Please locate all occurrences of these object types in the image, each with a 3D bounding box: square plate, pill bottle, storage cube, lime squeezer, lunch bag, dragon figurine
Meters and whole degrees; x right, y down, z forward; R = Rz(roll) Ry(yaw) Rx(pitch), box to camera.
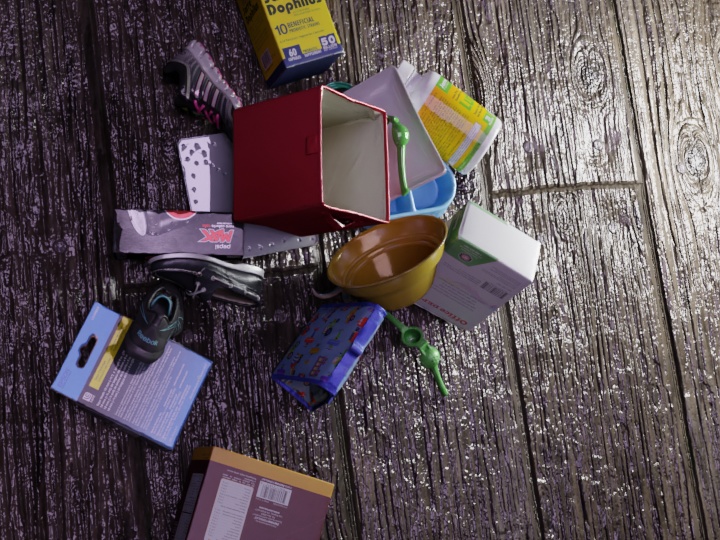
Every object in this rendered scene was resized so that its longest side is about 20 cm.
[{"bbox_3d":[0.013,-0.200,1.745,0.196,0.028,0.203,-27,78,6],"label":"square plate"},{"bbox_3d":[0.129,-0.263,1.811,0.199,0.111,0.112,35,71,-5],"label":"pill bottle"},{"bbox_3d":[-0.075,-0.156,1.624,0.170,0.177,0.204,10,76,-53],"label":"storage cube"},{"bbox_3d":[0.034,-0.219,1.711,0.201,0.071,0.038,52,34,13],"label":"lime squeezer"},{"bbox_3d":[-0.038,0.123,1.639,0.094,0.200,0.151,39,71,-9],"label":"lunch bag"},{"bbox_3d":[0.000,0.000,1.746,0.197,0.059,0.101,-4,72,-22],"label":"dragon figurine"},{"bbox_3d":[0.093,0.122,1.757,0.038,0.071,0.201,-40,95,-4],"label":"lime squeezer"}]

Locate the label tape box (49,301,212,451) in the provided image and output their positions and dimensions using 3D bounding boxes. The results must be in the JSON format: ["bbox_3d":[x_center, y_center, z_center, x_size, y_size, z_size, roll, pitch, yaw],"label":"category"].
[{"bbox_3d":[-0.339,0.158,1.594,0.198,0.063,0.146,29,72,-13],"label":"label tape box"}]

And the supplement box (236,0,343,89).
[{"bbox_3d":[-0.123,-0.418,1.748,0.107,0.109,0.203,-20,88,-22],"label":"supplement box"}]

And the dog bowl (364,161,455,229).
[{"bbox_3d":[0.073,-0.135,1.806,0.197,0.049,0.114,-11,85,-22],"label":"dog bowl"}]

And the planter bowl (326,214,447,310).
[{"bbox_3d":[0.053,0.002,1.656,0.199,0.199,0.084,-35,117,-22],"label":"planter bowl"}]

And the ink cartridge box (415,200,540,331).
[{"bbox_3d":[0.173,-0.002,1.735,0.144,0.200,0.088,28,52,-12],"label":"ink cartridge box"}]

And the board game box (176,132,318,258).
[{"bbox_3d":[-0.181,-0.122,1.721,0.197,0.026,0.204,-11,85,-21],"label":"board game box"}]

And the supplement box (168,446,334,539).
[{"bbox_3d":[-0.169,0.386,1.582,0.194,0.133,0.203,20,74,-17],"label":"supplement box"}]

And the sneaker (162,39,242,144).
[{"bbox_3d":[-0.245,-0.263,1.689,0.087,0.074,0.201,-30,78,-15],"label":"sneaker"}]

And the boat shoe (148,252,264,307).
[{"bbox_3d":[-0.230,0.016,1.633,0.197,0.075,0.062,8,72,-34],"label":"boat shoe"}]

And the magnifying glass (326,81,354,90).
[{"bbox_3d":[0.009,-0.236,1.783,0.200,0.022,0.080,42,81,7],"label":"magnifying glass"}]

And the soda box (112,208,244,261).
[{"bbox_3d":[-0.275,-0.053,1.633,0.196,0.063,0.072,1,83,-10],"label":"soda box"}]

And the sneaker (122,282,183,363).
[{"bbox_3d":[-0.286,0.061,1.567,0.075,0.201,0.080,27,111,-11],"label":"sneaker"}]
